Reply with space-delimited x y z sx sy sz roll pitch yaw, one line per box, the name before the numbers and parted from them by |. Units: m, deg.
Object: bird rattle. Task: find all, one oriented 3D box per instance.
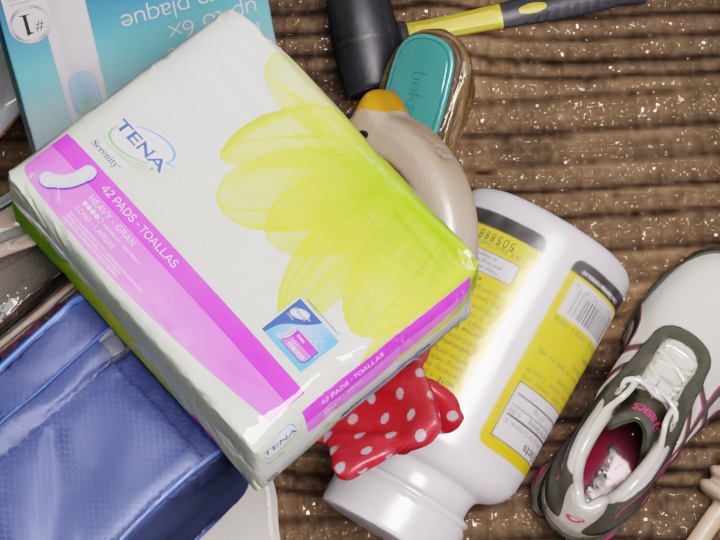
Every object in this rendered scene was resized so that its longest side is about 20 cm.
bird rattle | 0.000 0.000 1.178 0.112 0.163 0.201 5 44 -35

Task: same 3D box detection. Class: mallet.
mallet | 0.075 -0.162 1.358 0.199 0.041 0.066 -19 86 -10

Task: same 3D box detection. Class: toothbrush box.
toothbrush box | -0.122 -0.111 1.253 0.145 0.201 0.086 -16 41 -9

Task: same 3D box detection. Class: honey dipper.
honey dipper | 0.181 0.180 1.313 0.038 0.038 0.201 36 85 3

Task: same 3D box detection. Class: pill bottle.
pill bottle | 0.062 0.064 1.283 0.111 0.111 0.201 30 81 2

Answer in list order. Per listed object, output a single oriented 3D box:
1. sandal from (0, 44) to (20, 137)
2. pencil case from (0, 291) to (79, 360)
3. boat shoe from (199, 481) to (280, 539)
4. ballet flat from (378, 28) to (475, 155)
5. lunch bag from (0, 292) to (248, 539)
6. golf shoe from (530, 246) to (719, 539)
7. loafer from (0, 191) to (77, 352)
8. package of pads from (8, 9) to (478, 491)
sandal | -0.175 -0.129 1.325 0.207 0.059 0.079 -46 42 12
pencil case | -0.198 0.037 1.289 0.200 0.083 0.087 41 54 3
boat shoe | -0.072 0.165 1.269 0.074 0.060 0.201 -33 99 -27
ballet flat | 0.022 -0.043 1.312 0.067 0.072 0.201 18 91 22
lunch bag | -0.155 0.104 1.146 0.132 0.136 0.200 43 76 13
golf shoe | 0.176 0.073 1.301 0.077 0.088 0.201 32 80 4
loafer | -0.213 0.024 1.156 0.200 0.063 0.072 -38 119 -5
package of pads | -0.055 -0.017 1.097 0.154 0.068 0.200 -38 70 -17
